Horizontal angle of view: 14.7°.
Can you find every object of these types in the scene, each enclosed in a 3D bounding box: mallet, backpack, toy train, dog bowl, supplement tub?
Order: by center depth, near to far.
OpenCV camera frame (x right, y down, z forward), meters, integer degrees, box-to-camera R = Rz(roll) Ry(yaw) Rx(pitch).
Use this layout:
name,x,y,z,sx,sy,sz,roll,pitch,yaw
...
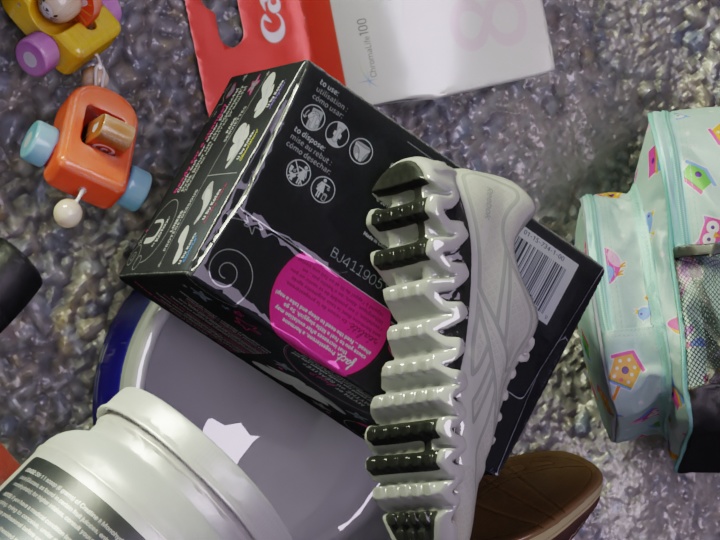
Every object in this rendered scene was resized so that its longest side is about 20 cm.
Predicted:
name,x,y,z,sx,sy,sz,roll,pitch,yaw
supplement tub,-0.142,0.169,1.359,0.200,0.140,0.140,-45,105,-17
mallet,-0.231,-0.045,1.441,0.066,0.041,0.200,-40,123,-23
toy train,-0.183,-0.120,1.451,0.200,0.056,0.151,29,48,-18
dog bowl,-0.043,0.074,1.528,0.199,0.079,0.201,0,89,-23
backpack,0.196,0.006,1.580,0.153,0.176,0.201,2,76,7

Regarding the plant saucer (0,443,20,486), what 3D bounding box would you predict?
name,x,y,z,sx,sy,sz,roll,pitch,yaw
plant saucer,-0.293,0.097,1.365,0.200,0.037,0.200,-42,96,-16

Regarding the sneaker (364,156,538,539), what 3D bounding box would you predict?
name,x,y,z,sx,sy,sz,roll,pitch,yaw
sneaker,0.050,0.046,1.366,0.081,0.075,0.201,3,88,-33

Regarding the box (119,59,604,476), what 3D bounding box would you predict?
name,x,y,z,sx,sy,sz,roll,pitch,yaw
box,0.000,0.000,1.443,0.200,0.115,0.132,34,76,-20

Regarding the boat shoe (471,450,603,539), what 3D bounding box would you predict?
name,x,y,z,sx,sy,sz,roll,pitch,yaw
boat shoe,0.060,0.176,1.585,0.200,0.072,0.072,-36,134,-30

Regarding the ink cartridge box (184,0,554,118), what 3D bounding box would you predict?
name,x,y,z,sx,sy,sz,roll,pitch,yaw
ink cartridge box,0.001,-0.171,1.567,0.199,0.057,0.163,-14,95,-27
